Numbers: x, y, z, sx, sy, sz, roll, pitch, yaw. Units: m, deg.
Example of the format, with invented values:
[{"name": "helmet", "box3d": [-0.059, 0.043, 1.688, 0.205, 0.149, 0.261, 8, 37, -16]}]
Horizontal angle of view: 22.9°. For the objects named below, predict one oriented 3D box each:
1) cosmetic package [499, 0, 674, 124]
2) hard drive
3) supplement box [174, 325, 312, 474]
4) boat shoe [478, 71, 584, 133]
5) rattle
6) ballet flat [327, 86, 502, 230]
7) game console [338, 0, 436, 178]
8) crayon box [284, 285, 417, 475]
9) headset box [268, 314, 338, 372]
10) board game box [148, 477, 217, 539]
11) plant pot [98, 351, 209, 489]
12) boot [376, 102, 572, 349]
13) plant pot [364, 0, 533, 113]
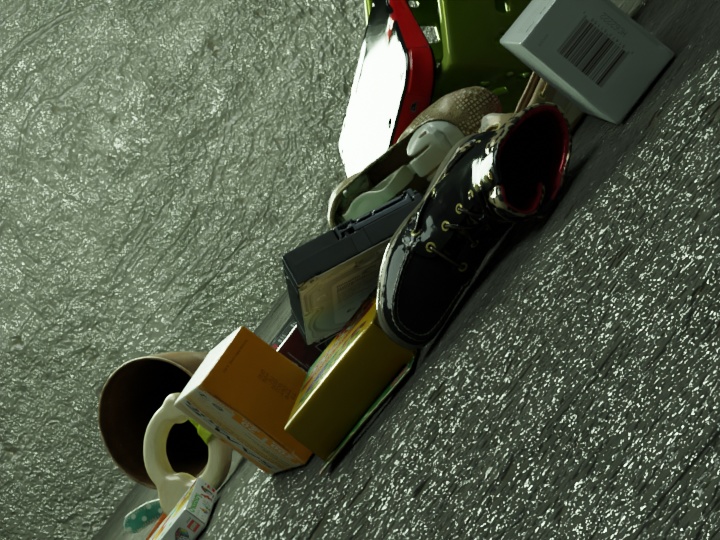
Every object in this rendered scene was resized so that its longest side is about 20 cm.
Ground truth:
[{"name": "cosmetic package", "box3d": [0.178, -0.179, 1.428, 0.071, 0.101, 0.200, -51, 5, 5]}, {"name": "hard drive", "box3d": [0.000, 0.000, 1.635, 0.139, 0.038, 0.200, -28, -17, -8]}, {"name": "supplement box", "box3d": [-0.101, 0.130, 1.716, 0.074, 0.126, 0.200, -55, 4, -15]}, {"name": "boat shoe", "box3d": [0.134, -0.113, 1.552, 0.201, 0.069, 0.074, -54, 5, -20]}, {"name": "rattle", "box3d": [-0.208, 0.253, 2.236, 0.143, 0.129, 0.202, -28, -48, -74]}, {"name": "ballet flat", "box3d": [0.047, -0.088, 1.598, 0.200, 0.071, 0.065, -41, 8, 26]}, {"name": "game console", "box3d": [0.024, -0.155, 1.703, 0.177, 0.031, 0.201, -106, 25, -52]}, {"name": "crayon box", "box3d": [-0.001, 0.084, 1.534, 0.127, 0.051, 0.200, -51, 5, 15]}, {"name": "headset box", "box3d": [-0.029, 0.056, 1.865, 0.201, 0.075, 0.149, -53, 5, -3]}, {"name": "board game box", "box3d": [-0.244, 0.344, 2.083, 0.200, 0.035, 0.126, -52, 5, 8]}, {"name": "plant pot", "box3d": [-0.241, 0.191, 2.510, 0.187, 0.187, 0.200, -50, -10, 23]}, {"name": "boot", "box3d": [0.091, -0.039, 1.410, 0.201, 0.073, 0.150, -60, 12, -21]}, {"name": "plant pot", "box3d": [0.122, -0.244, 1.727, 0.199, 0.180, 0.202, 135, 131, -64]}]
